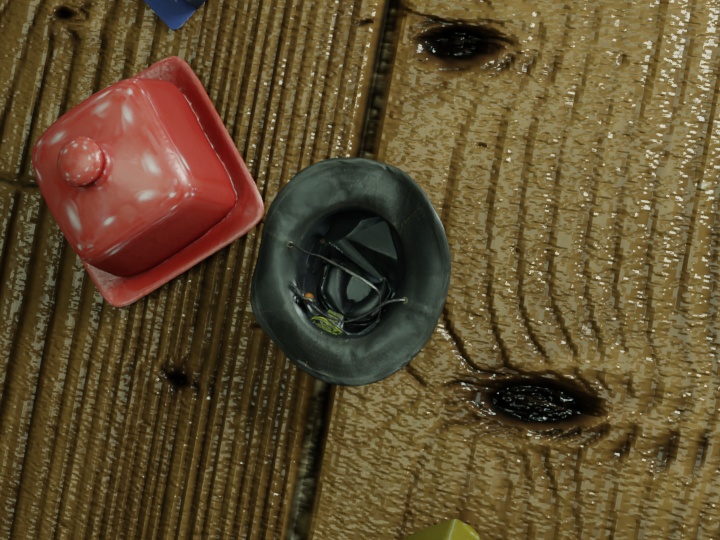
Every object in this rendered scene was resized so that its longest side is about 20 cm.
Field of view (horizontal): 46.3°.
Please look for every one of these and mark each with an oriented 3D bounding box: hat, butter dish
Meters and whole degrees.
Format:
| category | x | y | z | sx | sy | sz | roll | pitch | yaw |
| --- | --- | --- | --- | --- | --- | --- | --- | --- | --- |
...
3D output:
| category | x | y | z | sx | sy | sz | roll | pitch | yaw |
| --- | --- | --- | --- | --- | --- | --- | --- | --- | --- |
| hat | 0.000 | 0.000 | 0.767 | 0.200 | 0.081 | 0.201 | 1 | 93 | 21 |
| butter dish | -0.227 | -0.091 | 0.790 | 0.199 | 0.148 | 0.200 | -30 | 81 | 10 |

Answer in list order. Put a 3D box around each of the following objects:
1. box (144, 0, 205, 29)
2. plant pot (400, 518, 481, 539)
| category | x | y | z | sx | sy | sz | roll | pitch | yaw |
| --- | --- | --- | --- | --- | --- | --- | --- | --- | --- |
| box | -0.161 | -0.353 | 0.844 | 0.200 | 0.032 | 0.121 | -45 | 79 | 9 |
| plant pot | 0.054 | 0.321 | 0.690 | 0.195 | 0.194 | 0.200 | 41 | 91 | 12 |
